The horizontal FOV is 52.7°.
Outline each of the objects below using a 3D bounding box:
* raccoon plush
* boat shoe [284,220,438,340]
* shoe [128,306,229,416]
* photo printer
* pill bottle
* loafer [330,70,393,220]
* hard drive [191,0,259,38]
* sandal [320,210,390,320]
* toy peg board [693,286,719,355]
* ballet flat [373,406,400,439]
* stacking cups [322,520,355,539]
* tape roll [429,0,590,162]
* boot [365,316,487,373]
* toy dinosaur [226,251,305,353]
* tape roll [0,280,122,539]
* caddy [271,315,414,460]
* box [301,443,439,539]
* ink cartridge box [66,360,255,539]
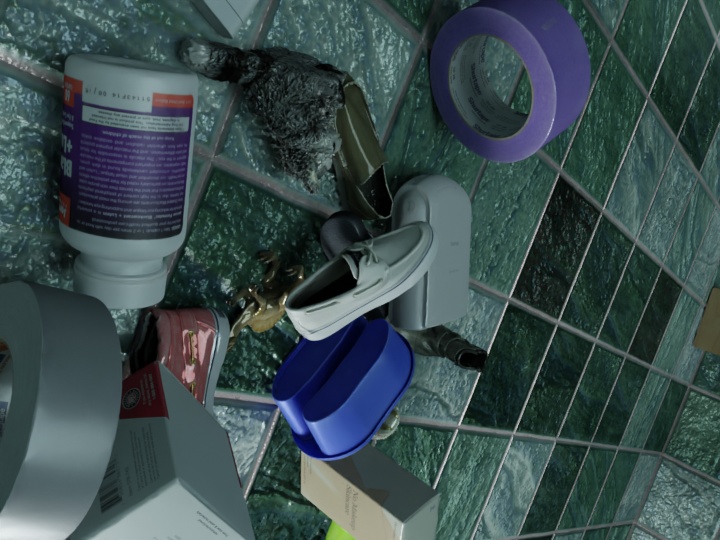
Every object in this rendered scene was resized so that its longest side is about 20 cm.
[{"bbox_3d":[-0.103,-0.161,0.766,0.195,0.097,0.136,9,117,-21],"label":"raccoon plush"},{"bbox_3d":[0.000,0.000,0.834,0.197,0.073,0.066,-31,141,2],"label":"boat shoe"},{"bbox_3d":[-0.205,0.136,0.776,0.090,0.071,0.205,6,101,-45],"label":"shoe"},{"bbox_3d":[0.100,-0.029,1.008,0.165,0.068,0.206,-6,99,-60],"label":"photo printer"},{"bbox_3d":[-0.205,-0.076,0.636,0.110,0.110,0.205,-8,114,-46],"label":"pill bottle"},{"bbox_3d":[0.003,-0.144,0.876,0.075,0.069,0.203,-43,135,-26],"label":"loafer"},{"bbox_3d":[-0.109,-0.345,0.685,0.203,0.026,0.132,-59,141,-11],"label":"hard drive"},{"bbox_3d":[-0.002,-0.011,0.941,0.043,0.075,0.202,-53,150,-26],"label":"sandal"},{"bbox_3d":[1.207,0.178,2.344,0.097,0.196,0.205,-8,115,-63],"label":"toy peg board"},{"bbox_3d":[0.022,0.206,1.072,0.076,0.063,0.201,-54,140,-16],"label":"ballet flat"},{"bbox_3d":[-0.042,0.445,1.115,0.060,0.060,0.204,24,89,-51],"label":"stacking cups"},{"bbox_3d":[0.189,-0.250,0.939,0.084,0.198,0.204,-35,131,-31],"label":"tape roll"},{"bbox_3d":[0.102,0.100,1.060,0.198,0.129,0.069,14,97,-51],"label":"boot"},{"bbox_3d":[-0.098,0.030,0.871,0.197,0.058,0.103,-25,140,-32],"label":"toy dinosaur"},{"bbox_3d":[-0.269,0.113,0.580,0.065,0.199,0.205,18,95,-44],"label":"tape roll"},{"bbox_3d":[-0.019,0.144,0.936,0.201,0.140,0.106,-50,133,-19],"label":"caddy"},{"bbox_3d":[0.009,0.306,0.997,0.077,0.198,0.097,-21,123,-40],"label":"box"},{"bbox_3d":[-0.226,0.220,0.675,0.197,0.146,0.146,-30,134,0],"label":"ink cartridge box"}]
